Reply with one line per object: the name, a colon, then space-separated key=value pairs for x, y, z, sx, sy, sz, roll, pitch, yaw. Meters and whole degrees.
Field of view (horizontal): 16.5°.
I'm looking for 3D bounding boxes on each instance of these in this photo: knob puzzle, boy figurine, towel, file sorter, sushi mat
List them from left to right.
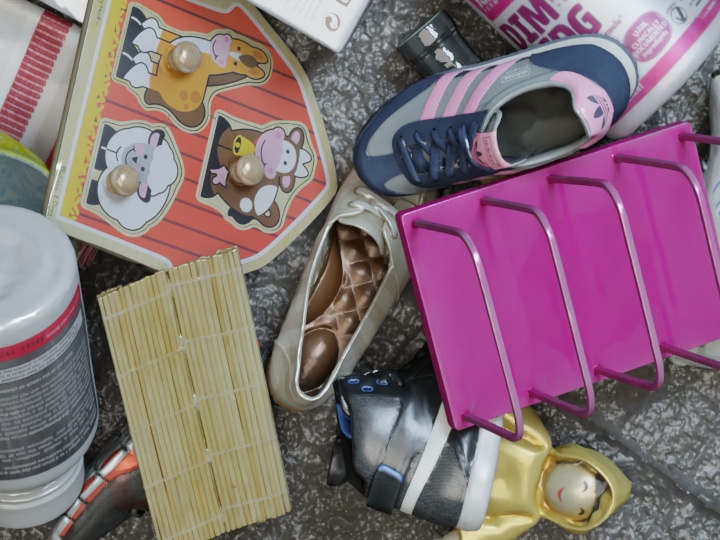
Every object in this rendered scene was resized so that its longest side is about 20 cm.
towel: x=-0.237 y=-0.106 z=1.636 sx=0.199 sy=0.023 sz=0.145 roll=26 pitch=97 yaw=-1
sushi mat: x=-0.104 y=0.086 z=1.590 sx=0.095 sy=0.012 sz=0.201 roll=-17 pitch=117 yaw=-13
knob puzzle: x=-0.094 y=-0.084 z=1.579 sx=0.218 sy=0.030 sz=0.222 roll=4 pitch=83 yaw=-33
boy figurine: x=0.078 y=0.135 z=1.637 sx=0.198 sy=0.064 sz=0.125 roll=15 pitch=96 yaw=3
file sorter: x=0.146 y=0.008 z=1.492 sx=0.199 sy=0.125 sz=0.140 roll=-18 pitch=101 yaw=-15

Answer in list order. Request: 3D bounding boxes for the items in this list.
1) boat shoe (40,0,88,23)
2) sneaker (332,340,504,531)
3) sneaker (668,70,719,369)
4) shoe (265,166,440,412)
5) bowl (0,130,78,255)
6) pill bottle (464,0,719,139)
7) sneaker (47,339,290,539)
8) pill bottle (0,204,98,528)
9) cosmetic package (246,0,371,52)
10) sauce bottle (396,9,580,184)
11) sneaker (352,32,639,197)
boat shoe: x=-0.213 y=-0.215 z=1.596 sx=0.199 sy=0.072 sz=0.066 roll=30 pitch=94 yaw=-3
sneaker: x=0.041 y=0.059 z=1.585 sx=0.111 sy=0.073 sz=0.201 roll=12 pitch=64 yaw=-2
sneaker: x=0.223 y=-0.028 z=1.605 sx=0.086 sy=0.075 sz=0.202 roll=-2 pitch=98 yaw=8
shoe: x=0.000 y=0.000 z=1.608 sx=0.070 sy=0.053 sz=0.201 roll=25 pitch=84 yaw=-3
bowl: x=-0.288 y=-0.030 z=1.572 sx=0.200 sy=0.200 sz=0.108 roll=-41 pitch=50 yaw=7
pill bottle: x=0.127 y=-0.188 z=1.563 sx=0.200 sy=0.113 sz=0.113 roll=43 pitch=98 yaw=-3
sneaker: x=-0.122 y=0.130 z=1.640 sx=0.200 sy=0.077 sz=0.082 roll=-44 pitch=101 yaw=8
pill bottle: x=-0.220 y=0.066 z=1.544 sx=0.110 sy=0.111 sz=0.201 roll=0 pitch=135 yaw=2
cosmetic package: x=-0.080 y=-0.218 z=1.574 sx=0.199 sy=0.101 sz=0.072 roll=30 pitch=97 yaw=-3
sauce bottle: x=0.100 y=-0.079 z=1.604 sx=0.065 sy=0.065 sz=0.200 roll=-39 pitch=96 yaw=7
sneaker: x=0.071 y=-0.086 z=1.524 sx=0.199 sy=0.082 sz=0.070 roll=-22 pitch=109 yaw=30
